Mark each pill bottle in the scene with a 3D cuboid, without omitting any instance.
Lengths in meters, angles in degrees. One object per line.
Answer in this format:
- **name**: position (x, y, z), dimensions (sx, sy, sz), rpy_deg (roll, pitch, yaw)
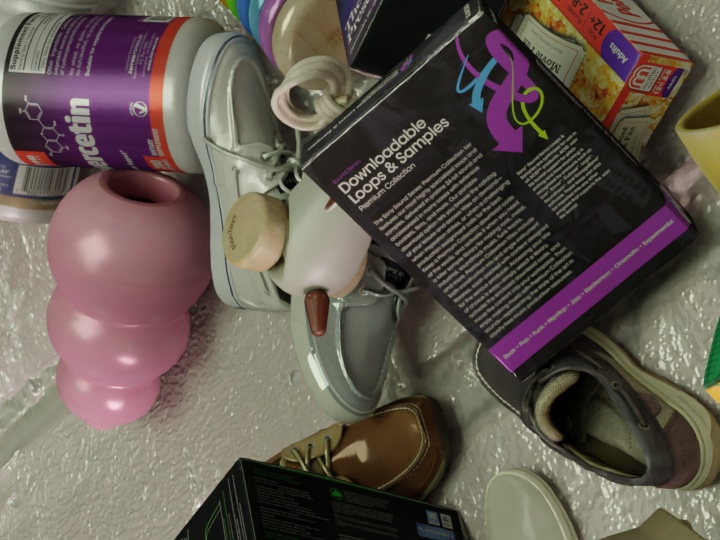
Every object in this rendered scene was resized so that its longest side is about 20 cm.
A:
- **pill bottle**: position (-0.195, -0.130, 1.757), dimensions (0.200, 0.112, 0.112), rpy_deg (3, 93, 18)
- **pill bottle**: position (-0.259, -0.146, 1.882), dimensions (0.111, 0.111, 0.200), rpy_deg (30, 111, 43)

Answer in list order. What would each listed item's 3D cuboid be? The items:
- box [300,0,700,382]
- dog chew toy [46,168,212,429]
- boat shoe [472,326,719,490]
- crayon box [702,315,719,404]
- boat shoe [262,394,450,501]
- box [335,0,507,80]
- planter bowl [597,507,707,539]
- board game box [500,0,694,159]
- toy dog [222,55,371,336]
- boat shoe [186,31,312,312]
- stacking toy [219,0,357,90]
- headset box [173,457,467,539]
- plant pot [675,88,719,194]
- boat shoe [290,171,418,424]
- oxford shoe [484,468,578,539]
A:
- **box**: position (0.082, -0.046, 1.431), dimensions (0.143, 0.200, 0.036), rpy_deg (-40, 23, 15)
- **dog chew toy**: position (-0.177, 0.027, 1.793), dimensions (0.125, 0.125, 0.200), rpy_deg (38, 125, 41)
- **boat shoe**: position (0.133, 0.079, 1.486), dimensions (0.200, 0.065, 0.072), rpy_deg (32, 114, 44)
- **crayon box**: position (0.286, 0.076, 1.229), dimensions (0.119, 0.200, 0.058), rpy_deg (-31, 29, 44)
- **boat shoe**: position (-0.021, 0.144, 1.648), dimensions (0.200, 0.074, 0.076), rpy_deg (-35, 65, 42)
- **box**: position (0.059, -0.226, 1.515), dimensions (0.141, 0.079, 0.200), rpy_deg (-96, 29, -61)
- **planter bowl**: position (0.174, 0.216, 1.321), dimensions (0.135, 0.200, 0.200), rpy_deg (-53, 49, -1)
- **board game box**: position (0.108, -0.091, 1.517), dimensions (0.152, 0.046, 0.200), rpy_deg (54, 127, 42)
- **toy dog**: position (-0.002, -0.035, 1.498), dimensions (0.200, 0.132, 0.096), rpy_deg (115, 145, -47)
- **boat shoe**: position (-0.065, -0.065, 1.687), dimensions (0.086, 0.075, 0.202), rpy_deg (9, 109, 40)
- **stacking toy**: position (-0.070, -0.204, 1.702), dimensions (0.200, 0.085, 0.085), rpy_deg (41, 119, 44)
- **headset box**: position (-0.048, 0.234, 1.594), dimensions (0.200, 0.174, 0.093), rpy_deg (-53, 35, 34)
- **plant pot**: position (0.284, -0.053, 1.253), dimensions (0.200, 0.200, 0.142), rpy_deg (-19, 100, 46)
- **boat shoe**: position (0.001, 0.000, 1.613), dimensions (0.072, 0.070, 0.201), rpy_deg (-22, 61, 42)
- **oxford shoe**: position (0.104, 0.223, 1.525), dimensions (0.075, 0.058, 0.200), rpy_deg (-18, 75, 50)
